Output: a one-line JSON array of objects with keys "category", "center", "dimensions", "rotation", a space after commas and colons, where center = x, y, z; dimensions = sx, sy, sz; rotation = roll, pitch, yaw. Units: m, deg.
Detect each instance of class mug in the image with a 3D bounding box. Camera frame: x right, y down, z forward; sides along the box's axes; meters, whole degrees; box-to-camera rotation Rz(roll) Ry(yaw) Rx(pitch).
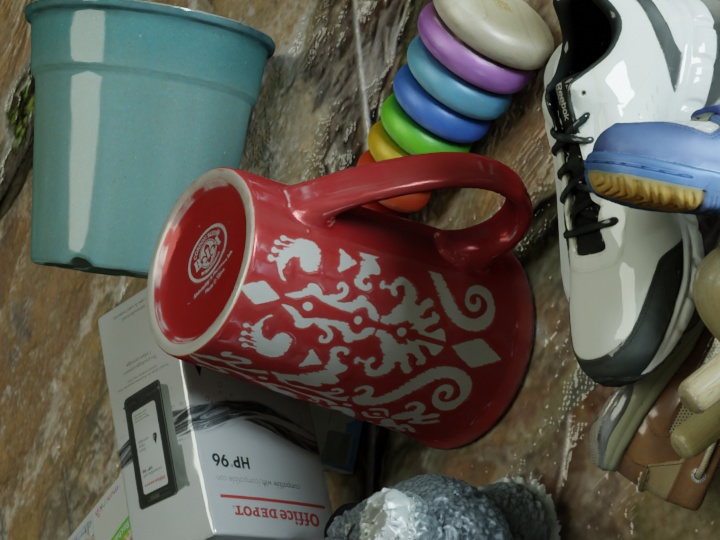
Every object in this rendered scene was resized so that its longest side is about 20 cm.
[{"category": "mug", "center": [-0.007, -0.001, 0.822], "dimensions": [0.133, 0.199, 0.179], "rotation": [26, 97, 54]}]

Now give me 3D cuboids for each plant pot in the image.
[{"category": "plant pot", "center": [-0.175, -0.094, 1.110], "dimensions": [0.199, 0.199, 0.198], "rotation": [2, 85, 53]}]

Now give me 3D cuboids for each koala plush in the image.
[{"category": "koala plush", "center": [0.019, 0.194, 0.746], "dimensions": [0.184, 0.177, 0.201], "rotation": [41, 108, 38]}]

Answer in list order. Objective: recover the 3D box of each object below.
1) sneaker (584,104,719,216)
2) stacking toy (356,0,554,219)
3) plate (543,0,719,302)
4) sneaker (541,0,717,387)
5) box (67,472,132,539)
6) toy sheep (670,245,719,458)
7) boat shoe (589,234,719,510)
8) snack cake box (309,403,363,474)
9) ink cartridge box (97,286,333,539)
[{"category": "sneaker", "center": [0.188, -0.066, 0.595], "dimensions": [0.075, 0.198, 0.089], "rotation": [-154, 63, -74]}, {"category": "stacking toy", "center": [0.039, -0.090, 0.910], "dimensions": [0.201, 0.085, 0.086], "rotation": [-56, 38, 30]}, {"category": "plate", "center": [0.161, -0.106, 0.744], "dimensions": [0.200, 0.032, 0.201], "rotation": [-44, 32, 39]}, {"category": "sneaker", "center": [0.114, -0.046, 0.660], "dimensions": [0.073, 0.079, 0.202], "rotation": [-18, 60, 52]}, {"category": "box", "center": [-0.143, 0.226, 0.983], "dimensions": [0.200, 0.112, 0.102], "rotation": [-49, 42, 27]}, {"category": "toy sheep", "center": [0.213, 0.058, 0.567], "dimensions": [0.200, 0.137, 0.138], "rotation": [48, 116, 26]}, {"category": "boat shoe", "center": [0.190, 0.025, 0.672], "dimensions": [0.072, 0.076, 0.201], "rotation": [36, 97, 18]}, {"category": "snack cake box", "center": [-0.077, 0.072, 0.997], "dimensions": [0.199, 0.067, 0.116], "rotation": [3, 80, 53]}, {"category": "ink cartridge box", "center": [-0.081, 0.115, 0.842], "dimensions": [0.068, 0.116, 0.202], "rotation": [-28, 63, 30]}]
